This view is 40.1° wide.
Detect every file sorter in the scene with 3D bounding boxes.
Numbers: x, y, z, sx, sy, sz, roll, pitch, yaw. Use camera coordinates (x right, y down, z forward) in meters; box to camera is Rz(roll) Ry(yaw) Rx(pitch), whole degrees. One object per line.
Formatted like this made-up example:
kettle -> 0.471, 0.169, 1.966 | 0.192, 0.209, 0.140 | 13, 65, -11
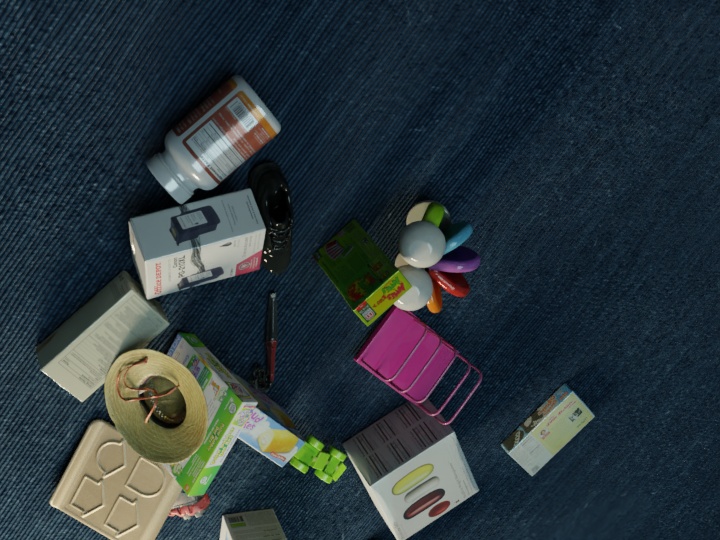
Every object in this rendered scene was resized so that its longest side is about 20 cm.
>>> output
file sorter -> 0.119, 0.185, 1.894 | 0.200, 0.125, 0.140 | 39, 87, -35

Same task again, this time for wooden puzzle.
wooden puzzle -> -0.429, 0.385, 1.771 | 0.199, 0.046, 0.187 | 29, 98, -5

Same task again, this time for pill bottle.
pill bottle -> -0.230, -0.199, 1.531 | 0.200, 0.112, 0.112 | -40, 127, 1

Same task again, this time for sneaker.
sneaker -> -0.384, 0.421, 1.834 | 0.198, 0.071, 0.099 | -12, 105, -7
sneaker -> -0.146, -0.075, 1.655 | 0.075, 0.091, 0.202 | -17, 124, -19

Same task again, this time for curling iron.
curling iron -> -0.168, 0.133, 1.795 | 0.049, 0.025, 0.202 | -15, 123, -49

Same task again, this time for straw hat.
straw hat -> -0.320, 0.212, 1.642 | 0.199, 0.085, 0.204 | 4, 102, 19

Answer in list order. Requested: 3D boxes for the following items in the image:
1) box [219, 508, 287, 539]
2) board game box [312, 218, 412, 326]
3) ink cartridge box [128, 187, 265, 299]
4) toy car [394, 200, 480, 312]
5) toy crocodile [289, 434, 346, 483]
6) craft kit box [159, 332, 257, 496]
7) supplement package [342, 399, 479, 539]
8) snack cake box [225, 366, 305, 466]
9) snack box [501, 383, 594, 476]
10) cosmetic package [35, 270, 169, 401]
box -> -0.224, 0.596, 1.987 | 0.111, 0.101, 0.202 | -1, 117, -25
board game box -> 0.000, 0.000, 1.698 | 0.101, 0.200, 0.048 | -41, 127, 2
ink cartridge box -> -0.262, -0.041, 1.583 | 0.198, 0.085, 0.145 | -16, 157, -18
toy car -> 0.136, -0.018, 1.752 | 0.148, 0.175, 0.202 | 16, 113, 5
toy crocodile -> -0.090, 0.363, 1.929 | 0.200, 0.061, 0.068 | 37, 82, -46
craft kit box -> -0.292, 0.245, 1.699 | 0.048, 0.197, 0.201 | 13, 113, -52
supplement package -> 0.103, 0.401, 2.007 | 0.199, 0.147, 0.192 | -31, 126, -8
snack cake box -> -0.203, 0.261, 1.801 | 0.067, 0.115, 0.200 | -45, 127, 3
snack box -> 0.420, 0.357, 2.204 | 0.200, 0.037, 0.116 | -44, 127, 3
cosmetic package -> -0.426, 0.109, 1.633 | 0.200, 0.071, 0.105 | -40, 127, 0
